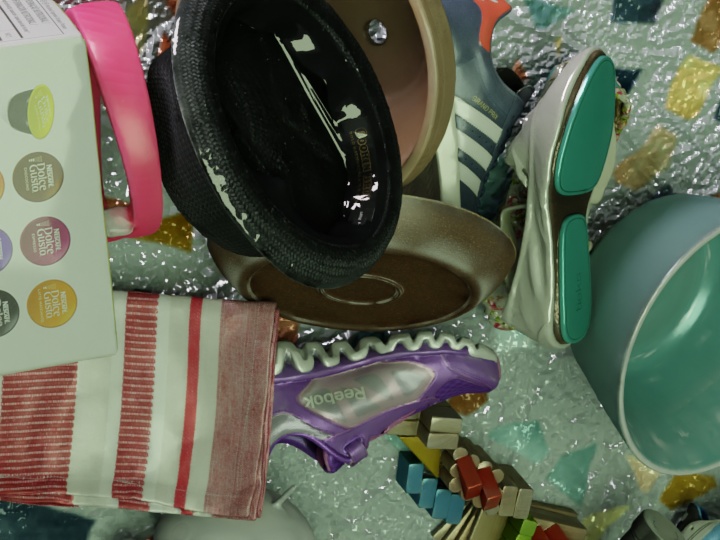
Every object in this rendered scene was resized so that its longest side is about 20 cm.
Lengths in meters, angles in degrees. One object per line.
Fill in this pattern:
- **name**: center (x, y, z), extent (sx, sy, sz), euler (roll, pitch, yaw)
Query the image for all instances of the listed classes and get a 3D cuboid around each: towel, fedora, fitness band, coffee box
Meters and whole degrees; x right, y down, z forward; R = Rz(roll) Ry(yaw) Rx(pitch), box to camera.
- **towel**: center (-0.156, 0.085, 1.680), extent (0.200, 0.023, 0.144), euler (4, 94, 2)
- **fedora**: center (-0.065, -0.077, 1.519), extent (0.092, 0.201, 0.201), euler (-20, 122, 38)
- **fitness band**: center (-0.157, -0.089, 1.571), extent (0.037, 0.200, 0.144), euler (-11, 91, -13)
- **coffee box**: center (-0.267, -0.058, 1.547), extent (0.197, 0.200, 0.200), euler (-9, 111, -15)

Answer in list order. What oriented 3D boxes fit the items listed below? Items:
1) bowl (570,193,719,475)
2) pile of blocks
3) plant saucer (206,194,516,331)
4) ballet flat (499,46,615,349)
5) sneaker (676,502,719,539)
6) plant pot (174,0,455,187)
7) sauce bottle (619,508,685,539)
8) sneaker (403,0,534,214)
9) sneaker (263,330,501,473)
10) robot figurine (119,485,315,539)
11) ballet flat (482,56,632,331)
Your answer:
- **bowl**: center (0.220, 0.027, 1.761), extent (0.201, 0.105, 0.201), euler (-21, 129, -29)
- **pile of blocks**: center (0.082, 0.165, 1.807), extent (0.200, 0.062, 0.082), euler (42, 92, -24)
- **plant saucer**: center (0.000, 0.000, 1.662), extent (0.200, 0.200, 0.032), euler (10, 69, -20)
- **ballet flat**: center (0.122, -0.049, 1.693), extent (0.069, 0.069, 0.200), euler (2, 100, -18)
- **sneaker**: center (0.236, 0.218, 1.880), extent (0.200, 0.072, 0.073), euler (-36, 76, 6)
- **plant pot**: center (-0.013, -0.143, 1.633), extent (0.093, 0.201, 0.201), euler (-28, 122, -51)
- **sauce bottle**: center (0.154, 0.252, 1.833), extent (0.065, 0.065, 0.200), euler (31, 113, -24)
- **sneaker**: center (0.075, -0.089, 1.714), extent (0.084, 0.075, 0.200), euler (-13, 115, -20)
- **sneaker**: center (-0.002, 0.091, 1.732), extent (0.200, 0.080, 0.089), euler (-5, 76, -11)
- **robot figurine**: center (-0.091, 0.229, 1.747), extent (0.169, 0.113, 0.200), euler (10, 107, 4)
- **ballet flat**: center (0.133, -0.045, 1.745), extent (0.076, 0.064, 0.200), euler (1, 110, -40)
